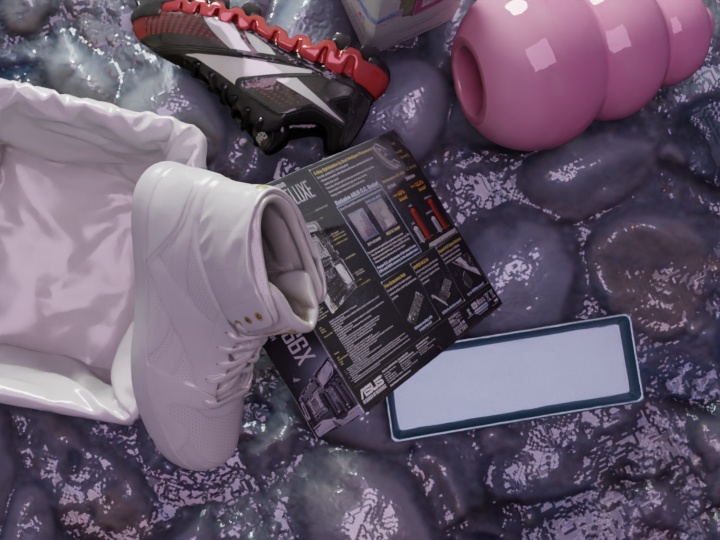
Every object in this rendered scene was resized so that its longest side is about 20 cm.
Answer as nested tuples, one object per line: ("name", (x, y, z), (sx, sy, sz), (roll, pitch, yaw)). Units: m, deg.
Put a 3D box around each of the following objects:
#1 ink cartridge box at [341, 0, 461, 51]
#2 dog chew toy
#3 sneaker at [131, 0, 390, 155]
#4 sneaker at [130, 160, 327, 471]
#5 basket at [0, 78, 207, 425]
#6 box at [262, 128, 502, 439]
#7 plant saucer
("ink cartridge box", (0.016, -0.253, 0.744), (0.084, 0.200, 0.145), (-25, 88, -5))
("dog chew toy", (0.171, -0.163, 0.793), (0.199, 0.125, 0.125), (-16, 88, -12))
("sneaker", (-0.082, -0.143, 0.796), (0.199, 0.071, 0.099), (19, 84, -4))
("sneaker", (-0.076, 0.041, 0.636), (0.115, 0.073, 0.202), (13, 115, 37))
("basket", (-0.214, -0.013, 0.737), (0.198, 0.161, 0.200), (13, 86, -2))
("box", (0.000, 0.000, 0.742), (0.050, 0.200, 0.158), (-32, 90, 39))
("plant saucer", (0.116, 0.082, 0.824), (0.198, 0.019, 0.071), (-9, 87, -5))
